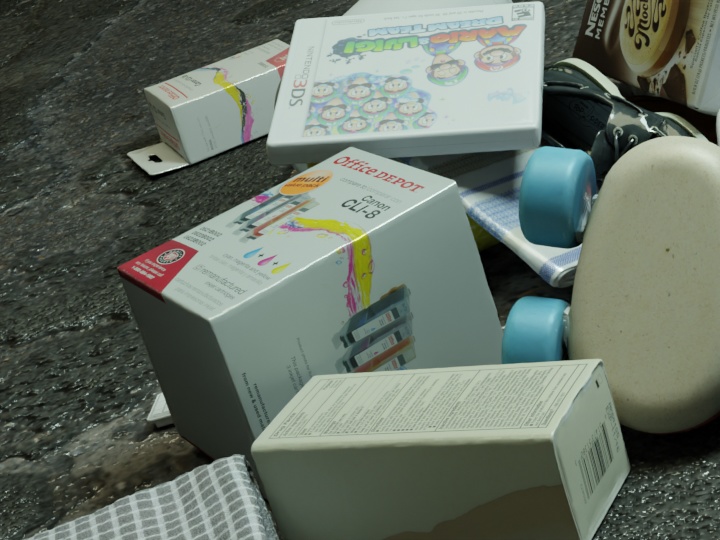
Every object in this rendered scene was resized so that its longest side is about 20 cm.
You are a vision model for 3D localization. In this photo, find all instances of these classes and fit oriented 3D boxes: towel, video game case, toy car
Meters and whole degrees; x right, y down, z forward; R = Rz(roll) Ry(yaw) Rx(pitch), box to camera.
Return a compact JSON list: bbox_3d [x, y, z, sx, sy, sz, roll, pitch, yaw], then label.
[{"bbox_3d":[-0.114,0.188,1.061,0.165,0.086,0.200,-21,21,-6],"label":"towel"},{"bbox_3d":[0.124,-0.063,1.425,0.147,0.024,0.200,-21,49,-40],"label":"towel"},{"bbox_3d":[0.038,-0.143,1.442,0.199,0.024,0.182,-3,37,9],"label":"video game case"},{"bbox_3d":[0.209,0.012,1.205,0.183,0.178,0.200,6,0,22],"label":"toy car"}]

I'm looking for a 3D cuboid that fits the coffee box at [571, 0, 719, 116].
[{"bbox_3d":[0.248,-0.186,1.446,0.079,0.114,0.200,9,11,-22],"label":"coffee box"}]

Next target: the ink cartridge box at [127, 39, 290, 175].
[{"bbox_3d":[-0.151,-0.172,2.014,0.199,0.068,0.116,-23,21,-14],"label":"ink cartridge box"}]

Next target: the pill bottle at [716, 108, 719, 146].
[{"bbox_3d":[0.351,-0.078,1.307,0.199,0.116,0.116,-11,22,17],"label":"pill bottle"}]

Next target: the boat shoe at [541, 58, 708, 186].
[{"bbox_3d":[0.185,-0.093,1.406,0.066,0.075,0.199,-16,45,-32],"label":"boat shoe"}]

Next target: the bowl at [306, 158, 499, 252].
[{"bbox_3d":[0.042,-0.066,1.504,0.199,0.108,0.201,13,35,-9],"label":"bowl"}]

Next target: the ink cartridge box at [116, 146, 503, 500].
[{"bbox_3d":[-0.029,0.030,1.287,0.199,0.145,0.145,-29,26,-23],"label":"ink cartridge box"}]

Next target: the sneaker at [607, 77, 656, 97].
[{"bbox_3d":[0.209,-0.130,1.610,0.199,0.078,0.112,-10,-4,-30],"label":"sneaker"}]

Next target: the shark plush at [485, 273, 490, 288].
[{"bbox_3d":[0.000,0.000,1.473,0.199,0.091,0.083,-15,-10,21],"label":"shark plush"}]

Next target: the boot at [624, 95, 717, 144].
[{"bbox_3d":[0.265,-0.088,1.481,0.199,0.077,0.155,-16,21,-19],"label":"boot"}]

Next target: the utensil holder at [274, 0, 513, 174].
[{"bbox_3d":[0.036,-0.168,1.715,0.169,0.171,0.200,-4,26,32],"label":"utensil holder"}]

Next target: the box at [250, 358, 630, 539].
[{"bbox_3d":[0.047,0.111,1.133,0.199,0.078,0.095,-5,24,31],"label":"box"}]

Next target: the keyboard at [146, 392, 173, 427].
[{"bbox_3d":[-0.058,0.076,1.398,0.199,0.011,0.056,-15,21,7],"label":"keyboard"}]
